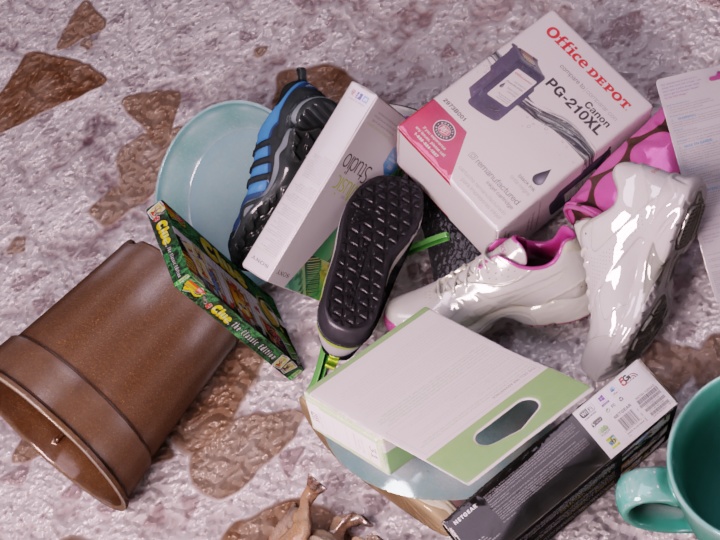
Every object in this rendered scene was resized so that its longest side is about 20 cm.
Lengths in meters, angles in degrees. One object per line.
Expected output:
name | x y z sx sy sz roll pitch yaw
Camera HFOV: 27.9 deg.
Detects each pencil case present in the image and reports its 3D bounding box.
pencil case | 0.284 -0.095 1.331 0.200 0.091 0.094 -45 56 -6

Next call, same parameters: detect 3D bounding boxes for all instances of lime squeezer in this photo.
lime squeezer | 0.000 0.022 1.402 0.200 0.038 0.071 -49 32 3

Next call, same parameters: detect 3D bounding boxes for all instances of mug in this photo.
mug | 0.309 0.160 1.121 0.184 0.115 0.153 16 66 34

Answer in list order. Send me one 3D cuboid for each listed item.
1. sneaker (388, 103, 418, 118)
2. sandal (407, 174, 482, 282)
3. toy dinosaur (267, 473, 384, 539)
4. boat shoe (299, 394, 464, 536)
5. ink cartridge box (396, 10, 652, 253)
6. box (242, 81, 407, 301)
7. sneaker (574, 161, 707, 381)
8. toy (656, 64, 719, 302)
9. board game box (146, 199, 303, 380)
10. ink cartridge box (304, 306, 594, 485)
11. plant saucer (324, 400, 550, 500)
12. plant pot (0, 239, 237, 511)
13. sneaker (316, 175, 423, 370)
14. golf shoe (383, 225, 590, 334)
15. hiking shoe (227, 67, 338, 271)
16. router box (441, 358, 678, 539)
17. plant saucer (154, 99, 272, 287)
sneaker | -0.011 -0.108 1.503 0.199 0.081 0.084 -23 66 22
sandal | 0.091 -0.053 1.426 0.075 0.048 0.202 -12 66 16
toy dinosaur | -0.039 0.266 1.240 0.136 0.086 0.200 -50 46 -4
boat shoe | 0.026 0.159 1.291 0.065 0.072 0.200 -42 50 -18
ink cartridge box | 0.155 -0.129 1.374 0.200 0.084 0.145 -38 71 -13
box | -0.021 -0.069 1.385 0.036 0.144 0.201 34 94 24
sneaker | 0.225 -0.003 1.258 0.099 0.078 0.201 28 107 29
toy | 0.335 -0.080 1.271 0.114 0.047 0.201 -14 82 -4
board game box | -0.126 0.021 1.371 0.023 0.200 0.105 -36 50 8
ink cartridge box | 0.070 0.111 1.166 0.145 0.048 0.200 -33 38 -28
plant saucer | 0.066 0.117 1.255 0.199 0.039 0.202 0 34 0
plant pot | -0.235 0.091 1.394 0.200 0.201 0.198 25 62 36
sneaker | 0.000 0.000 1.357 0.071 0.083 0.201 23 59 4
golf shoe | 0.115 0.010 1.313 0.199 0.092 0.075 -11 33 4
hiking shoe | -0.076 -0.092 1.424 0.201 0.074 0.087 -61 32 21
router box | 0.161 0.167 1.162 0.200 0.149 0.051 -39 71 -4
plant saucer | -0.126 -0.074 1.502 0.199 0.036 0.202 -2 86 31
